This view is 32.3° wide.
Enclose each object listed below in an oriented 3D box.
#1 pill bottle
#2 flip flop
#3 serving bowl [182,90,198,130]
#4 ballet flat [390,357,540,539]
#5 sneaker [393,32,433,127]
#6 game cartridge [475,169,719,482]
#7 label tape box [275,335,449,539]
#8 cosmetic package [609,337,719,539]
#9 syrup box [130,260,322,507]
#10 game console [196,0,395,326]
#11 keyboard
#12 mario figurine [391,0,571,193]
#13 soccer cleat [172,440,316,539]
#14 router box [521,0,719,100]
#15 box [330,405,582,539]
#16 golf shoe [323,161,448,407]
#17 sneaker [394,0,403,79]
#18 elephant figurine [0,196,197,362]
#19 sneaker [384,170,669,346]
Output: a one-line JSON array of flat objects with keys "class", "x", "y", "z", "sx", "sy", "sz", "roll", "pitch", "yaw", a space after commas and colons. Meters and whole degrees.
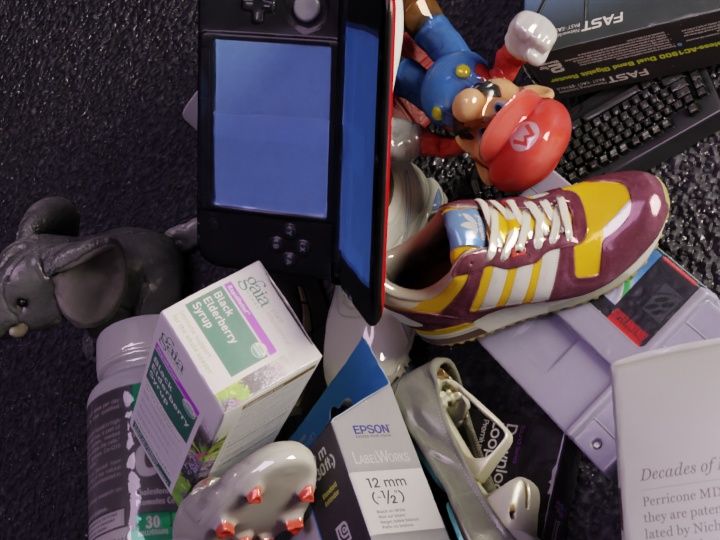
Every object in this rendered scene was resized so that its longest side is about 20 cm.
[{"class": "pill bottle", "x": -0.161, "y": 0.145, "z": 0.989, "sx": 0.112, "sy": 0.113, "sz": 0.202, "roll": -23, "pitch": 59, "yaw": 27}, {"class": "flip flop", "x": -0.072, "y": 0.031, "z": 1.003, "sx": 0.058, "sy": 0.081, "sz": 0.201, "roll": -42, "pitch": 48, "yaw": 36}, {"class": "serving bowl", "x": -0.050, "y": -0.166, "z": 1.023, "sx": 0.200, "sy": 0.200, "sz": 0.066, "roll": -40, "pitch": 93, "yaw": 16}, {"class": "ballet flat", "x": 0.079, "y": 0.137, "z": 0.800, "sx": 0.063, "sy": 0.067, "sz": 0.201, "roll": -36, "pitch": 53, "yaw": 9}, {"class": "sneaker", "x": -0.014, "y": -0.124, "z": 1.022, "sx": 0.200, "sy": 0.079, "sz": 0.115, "roll": -46, "pitch": 25, "yaw": -16}, {"class": "game cartridge", "x": 0.147, "y": 0.027, "z": 0.829, "sx": 0.130, "sy": 0.038, "sz": 0.200, "roll": -50, "pitch": 48, "yaw": 8}, {"class": "label tape box", "x": -0.016, "y": 0.166, "z": 0.825, "sx": 0.144, "sy": 0.066, "sz": 0.201, "roll": -54, "pitch": 47, "yaw": 41}, {"class": "cosmetic package", "x": 0.243, "y": 0.148, "z": 0.651, "sx": 0.164, "sy": 0.164, "sz": 0.202, "roll": -16, "pitch": 61, "yaw": 31}, {"class": "syrup box", "x": -0.098, "y": 0.084, "z": 0.855, "sx": 0.081, "sy": 0.200, "sz": 0.079, "roll": -28, "pitch": 74, "yaw": -27}, {"class": "game console", "x": -0.046, "y": -0.083, "z": 0.783, "sx": 0.171, "sy": 0.119, "sz": 0.202, "roll": 7, "pitch": 104, "yaw": 18}, {"class": "keyboard", "x": 0.170, "y": -0.070, "z": 0.897, "sx": 0.199, "sy": 0.021, "sz": 0.128, "roll": -30, "pitch": 55, "yaw": 24}, {"class": "mario figurine", "x": 0.068, "y": -0.129, "z": 0.874, "sx": 0.105, "sy": 0.124, "sz": 0.200, "roll": -19, "pitch": 40, "yaw": -23}, {"class": "soccer cleat", "x": -0.087, "y": 0.160, "z": 0.823, "sx": 0.201, "sy": 0.069, "sz": 0.078, "roll": -58, "pitch": 38, "yaw": 42}, {"class": "router box", "x": 0.216, "y": -0.217, "z": 0.889, "sx": 0.198, "sy": 0.062, "sz": 0.151, "roll": -10, "pitch": 60, "yaw": 33}, {"class": "box", "x": 0.052, "y": 0.166, "z": 0.872, "sx": 0.199, "sy": 0.036, "sz": 0.144, "roll": 4, "pitch": 73, "yaw": 36}, {"class": "golf shoe", "x": 0.000, "y": 0.000, "z": 0.928, "sx": 0.078, "sy": 0.097, "sz": 0.202, "roll": -3, "pitch": 61, "yaw": 32}, {"class": "sneaker", "x": -0.050, "y": -0.136, "z": 0.895, "sx": 0.145, "sy": 0.080, "sz": 0.202, "roll": 5, "pitch": 95, "yaw": 35}, {"class": "elephant figurine", "x": -0.249, "y": 0.008, "z": 1.057, "sx": 0.140, "sy": 0.200, "sz": 0.157, "roll": -15, "pitch": 62, "yaw": 31}, {"class": "sneaker", "x": 0.100, "y": -0.015, "z": 0.804, "sx": 0.199, "sy": 0.090, "sz": 0.075, "roll": -28, "pitch": 52, "yaw": 20}]
